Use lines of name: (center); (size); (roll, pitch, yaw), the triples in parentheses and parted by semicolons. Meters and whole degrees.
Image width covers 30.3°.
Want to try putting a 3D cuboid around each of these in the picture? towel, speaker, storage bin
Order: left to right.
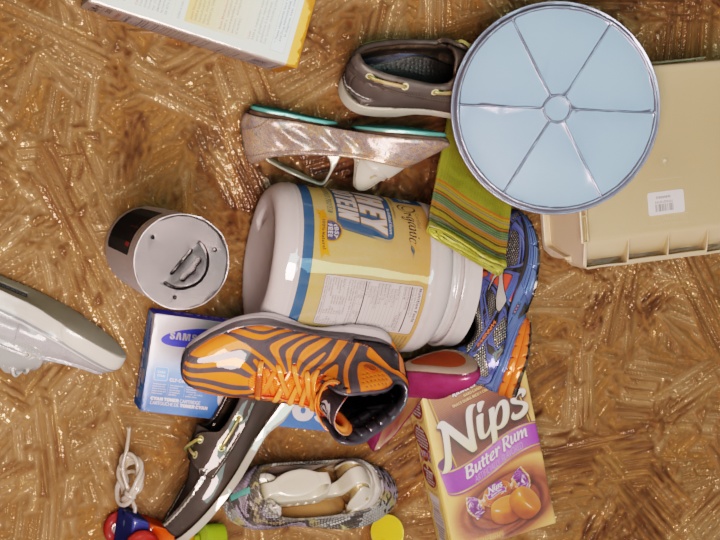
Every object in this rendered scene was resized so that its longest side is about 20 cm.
speaker: (-0.173, -0.014, 1.167); (0.081, 0.200, 0.081); (-2, 95, -17)
towel: (0.111, -0.085, 1.273); (0.086, 0.018, 0.200); (30, 42, -16)
storage bin: (0.290, -0.113, 1.356); (0.200, 0.094, 0.199); (-7, 98, -17)

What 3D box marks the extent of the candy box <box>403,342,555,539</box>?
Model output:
candy box: (0.119, 0.174, 1.350); (0.116, 0.056, 0.200); (-15, 98, -15)

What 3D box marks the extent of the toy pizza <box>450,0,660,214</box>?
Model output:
toy pizza: (0.184, -0.153, 1.262); (0.200, 0.032, 0.201); (0, 96, -2)

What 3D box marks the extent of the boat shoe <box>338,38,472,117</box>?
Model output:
boat shoe: (0.082, -0.189, 1.285); (0.201, 0.061, 0.072); (-6, 64, -16)

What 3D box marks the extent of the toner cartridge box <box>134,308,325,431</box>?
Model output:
toner cartridge box: (-0.110, 0.097, 1.279); (0.200, 0.043, 0.095); (8, 93, -17)

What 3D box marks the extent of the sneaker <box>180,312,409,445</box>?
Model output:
sneaker: (-0.052, 0.095, 1.144); (0.200, 0.112, 0.078); (-3, 120, -12)

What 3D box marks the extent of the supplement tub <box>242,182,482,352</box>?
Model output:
supplement tub: (0.000, 0.000, 1.251); (0.200, 0.145, 0.145); (7, 93, -18)

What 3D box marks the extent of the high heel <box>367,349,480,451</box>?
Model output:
high heel: (0.057, 0.127, 1.256); (0.067, 0.200, 0.096); (-15, 94, -27)

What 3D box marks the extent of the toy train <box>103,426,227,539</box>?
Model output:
toy train: (-0.178, 0.251, 1.258); (0.116, 0.085, 0.200); (7, 93, -28)

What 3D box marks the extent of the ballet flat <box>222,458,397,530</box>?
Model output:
ballet flat: (-0.033, 0.211, 1.269); (0.200, 0.072, 0.072); (1, 95, -36)

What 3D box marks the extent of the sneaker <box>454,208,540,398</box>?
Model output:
sneaker: (0.131, 0.024, 1.306); (0.078, 0.075, 0.200); (10, 60, 1)

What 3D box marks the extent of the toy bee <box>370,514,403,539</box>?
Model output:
toy bee: (-0.003, 0.298, 1.313); (0.131, 0.109, 0.200); (-56, 132, -14)

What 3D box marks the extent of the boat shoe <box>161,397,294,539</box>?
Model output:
boat shoe: (-0.126, 0.156, 1.225); (0.061, 0.072, 0.201); (38, 79, -14)

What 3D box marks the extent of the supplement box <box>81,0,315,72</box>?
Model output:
supplement box: (-0.141, -0.272, 1.219); (0.200, 0.074, 0.126); (17, 90, -18)

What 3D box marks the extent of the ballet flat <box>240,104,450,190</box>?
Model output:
ballet flat: (-0.016, -0.113, 1.269); (0.200, 0.068, 0.067); (8, 98, 2)

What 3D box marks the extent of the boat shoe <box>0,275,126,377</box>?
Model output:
boat shoe: (-0.314, 0.055, 1.207); (0.201, 0.070, 0.072); (27, 98, -14)
